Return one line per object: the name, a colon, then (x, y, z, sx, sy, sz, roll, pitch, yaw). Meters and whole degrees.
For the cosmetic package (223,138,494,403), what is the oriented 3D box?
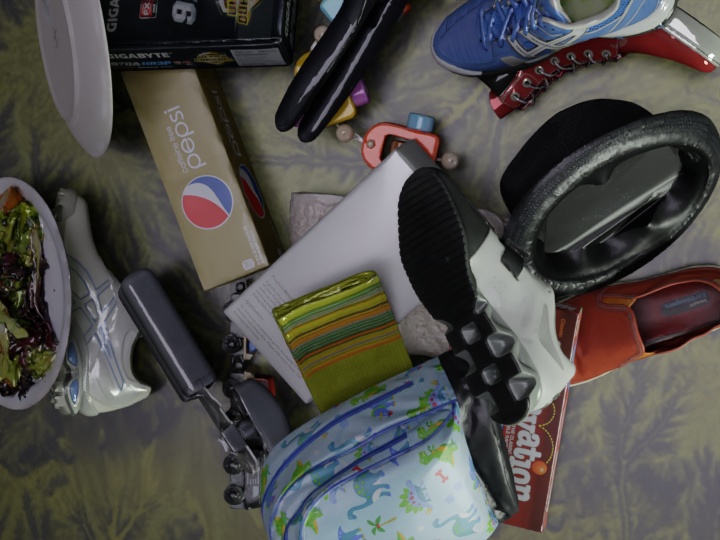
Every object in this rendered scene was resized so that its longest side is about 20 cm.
cosmetic package: (0.000, 0.000, 1.168, 0.200, 0.085, 0.108, -41, 91, 15)

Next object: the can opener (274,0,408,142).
can opener: (-0.005, -0.192, 1.158, 0.063, 0.079, 0.201, 17, 106, -34)

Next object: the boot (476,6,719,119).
boot: (0.181, -0.169, 1.159, 0.200, 0.072, 0.145, 30, 99, 23)

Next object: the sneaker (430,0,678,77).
sneaker: (0.138, -0.202, 1.104, 0.199, 0.077, 0.076, -15, 81, 29)

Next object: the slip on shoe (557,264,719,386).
slip on shoe: (0.216, 0.047, 1.184, 0.199, 0.061, 0.074, -19, 93, 13)

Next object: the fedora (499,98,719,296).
fedora: (0.185, -0.072, 1.149, 0.200, 0.200, 0.092, -40, 51, 11)

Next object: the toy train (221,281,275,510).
toy train: (-0.096, 0.110, 1.259, 0.046, 0.034, 0.201, 0, 95, 7)

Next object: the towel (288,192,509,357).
towel: (0.032, 0.006, 1.227, 0.199, 0.034, 0.133, 5, 95, 10)

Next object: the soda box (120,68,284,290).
soda box: (-0.133, -0.088, 1.232, 0.064, 0.068, 0.201, -21, 90, 11)

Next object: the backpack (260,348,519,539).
backpack: (0.018, 0.169, 1.126, 0.199, 0.154, 0.164, -13, 124, 5)

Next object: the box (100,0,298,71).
box: (-0.129, -0.264, 1.193, 0.158, 0.046, 0.201, 1, 71, 11)

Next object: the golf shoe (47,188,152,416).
golf shoe: (-0.230, 0.026, 1.270, 0.097, 0.078, 0.201, -4, 93, -15)

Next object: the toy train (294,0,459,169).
toy train: (0.020, -0.168, 1.208, 0.150, 0.056, 0.201, 9, 98, 6)

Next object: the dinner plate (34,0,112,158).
dinner plate: (-0.242, -0.191, 1.187, 0.024, 0.200, 0.201, -10, 93, -22)

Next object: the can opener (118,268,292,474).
can opener: (-0.129, 0.082, 1.228, 0.067, 0.053, 0.200, -30, 86, -18)

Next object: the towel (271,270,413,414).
towel: (0.002, 0.087, 1.146, 0.086, 0.018, 0.200, -22, 130, 1)

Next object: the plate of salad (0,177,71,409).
plate of salad: (-0.310, 0.020, 1.239, 0.200, 0.048, 0.201, 3, 95, 46)

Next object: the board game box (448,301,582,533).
board game box: (0.118, 0.115, 1.200, 0.103, 0.019, 0.201, 11, 110, 15)

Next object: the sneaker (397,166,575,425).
sneaker: (0.097, 0.011, 1.085, 0.074, 0.088, 0.201, -26, 88, 50)
